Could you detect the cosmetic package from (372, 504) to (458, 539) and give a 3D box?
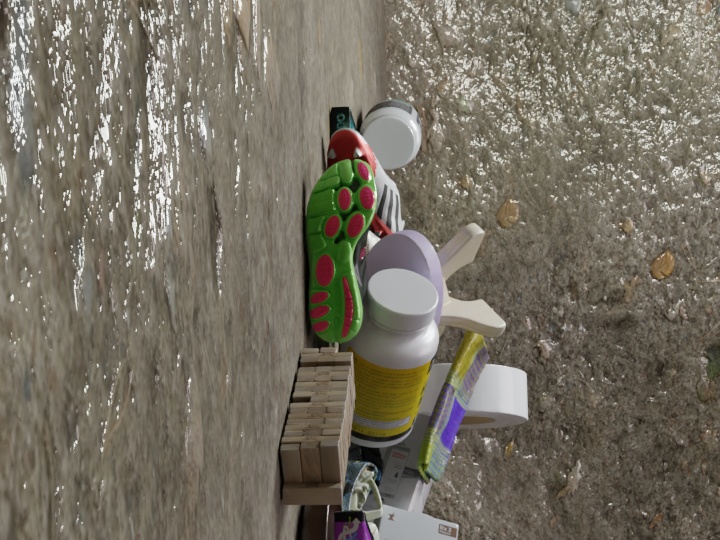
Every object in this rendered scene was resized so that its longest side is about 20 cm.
[{"bbox_3d":[0.045,0.377,1.412,0.200,0.102,0.074,108,-5,-51],"label":"cosmetic package"}]

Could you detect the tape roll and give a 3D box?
[{"bbox_3d":[0.145,0.188,1.669,0.202,0.202,0.071,73,17,-75],"label":"tape roll"}]

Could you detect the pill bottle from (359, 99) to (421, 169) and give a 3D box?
[{"bbox_3d":[0.055,-0.246,2.062,0.200,0.113,0.113,-75,163,-75],"label":"pill bottle"}]

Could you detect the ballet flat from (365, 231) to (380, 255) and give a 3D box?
[{"bbox_3d":[0.000,0.000,1.466,0.068,0.075,0.200,-133,-146,-57],"label":"ballet flat"}]

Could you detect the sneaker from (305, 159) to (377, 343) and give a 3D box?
[{"bbox_3d":[-0.026,-0.023,1.232,0.084,0.077,0.200,-171,-91,-87],"label":"sneaker"}]

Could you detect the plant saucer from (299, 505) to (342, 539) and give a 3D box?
[{"bbox_3d":[-0.038,0.308,1.148,0.200,0.032,0.201,-1,90,-86],"label":"plant saucer"}]

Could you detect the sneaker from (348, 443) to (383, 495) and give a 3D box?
[{"bbox_3d":[-0.006,0.205,1.492,0.082,0.073,0.200,116,-17,-62],"label":"sneaker"}]

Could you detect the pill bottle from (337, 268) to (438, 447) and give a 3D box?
[{"bbox_3d":[0.028,0.100,1.310,0.111,0.111,0.200,-86,-173,-52],"label":"pill bottle"}]

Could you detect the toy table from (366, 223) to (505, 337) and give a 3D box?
[{"bbox_3d":[0.081,0.027,1.400,0.184,0.117,0.200,55,-40,21],"label":"toy table"}]

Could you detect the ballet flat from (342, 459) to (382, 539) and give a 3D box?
[{"bbox_3d":[-0.008,0.292,1.322,0.200,0.074,0.074,-85,173,-54],"label":"ballet flat"}]

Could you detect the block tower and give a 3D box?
[{"bbox_3d":[-0.037,0.140,1.066,0.200,0.054,0.058,-84,171,-65],"label":"block tower"}]

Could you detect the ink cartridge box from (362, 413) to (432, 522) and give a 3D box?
[{"bbox_3d":[0.046,0.307,1.569,0.147,0.083,0.200,80,29,-63],"label":"ink cartridge box"}]

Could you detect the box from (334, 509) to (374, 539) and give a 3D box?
[{"bbox_3d":[-0.006,0.354,1.134,0.143,0.036,0.200,80,8,-66],"label":"box"}]

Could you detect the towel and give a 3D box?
[{"bbox_3d":[0.123,0.177,1.490,0.144,0.023,0.200,69,43,-65],"label":"towel"}]

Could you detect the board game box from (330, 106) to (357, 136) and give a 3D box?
[{"bbox_3d":[-0.018,-0.140,1.603,0.200,0.028,0.135,55,33,-82],"label":"board game box"}]

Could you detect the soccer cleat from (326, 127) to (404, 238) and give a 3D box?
[{"bbox_3d":[0.011,-0.109,1.478,0.200,0.069,0.085,67,34,-33],"label":"soccer cleat"}]
